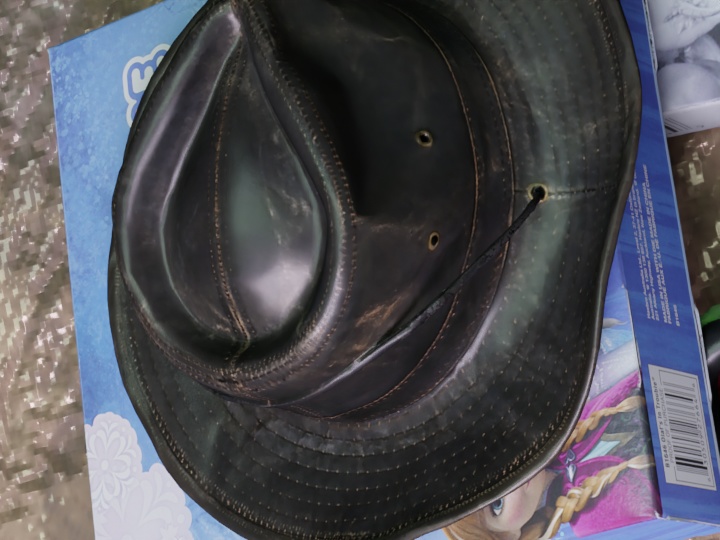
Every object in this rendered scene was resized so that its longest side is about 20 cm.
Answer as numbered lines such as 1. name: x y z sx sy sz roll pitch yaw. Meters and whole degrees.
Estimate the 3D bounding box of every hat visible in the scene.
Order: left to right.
1. hat: -0.020 -0.023 0.804 0.200 0.081 0.201 -9 75 36

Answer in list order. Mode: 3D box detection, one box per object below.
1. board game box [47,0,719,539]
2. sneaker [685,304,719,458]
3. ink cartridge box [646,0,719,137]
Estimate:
1. board game box: 0.000 0.000 0.863 0.199 0.043 0.201 -19 70 34
2. sneaker: 0.154 0.089 0.813 0.200 0.084 0.077 46 105 20
3. ink cartridge box: 0.109 -0.145 0.873 0.197 0.043 0.201 -12 81 25
